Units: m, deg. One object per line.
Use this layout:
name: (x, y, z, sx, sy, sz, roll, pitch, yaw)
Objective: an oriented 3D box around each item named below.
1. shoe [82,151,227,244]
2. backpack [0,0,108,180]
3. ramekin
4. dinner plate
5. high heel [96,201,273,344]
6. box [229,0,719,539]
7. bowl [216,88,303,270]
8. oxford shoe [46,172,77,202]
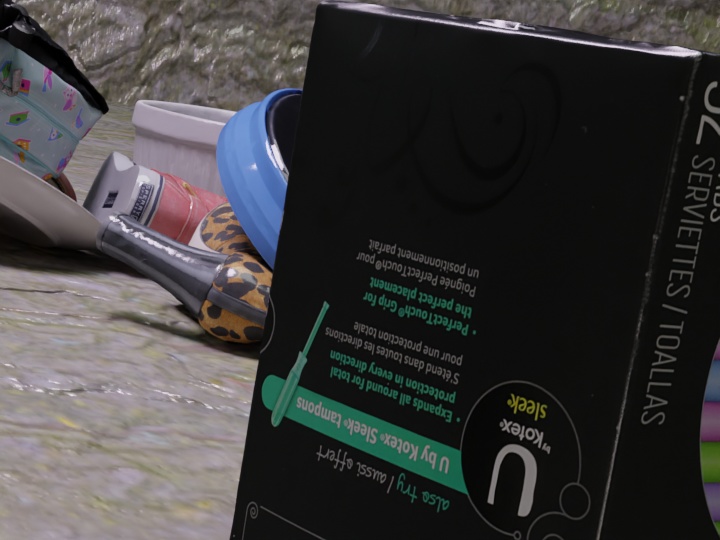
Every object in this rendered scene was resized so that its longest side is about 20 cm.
shoe: (-0.149, -0.037, 1.353, 0.091, 0.072, 0.200, 24, -3, -18)
backpack: (-0.280, -0.138, 1.320, 0.167, 0.127, 0.200, 39, -2, 32)
ramekin: (-0.098, -0.074, 1.531, 0.200, 0.105, 0.200, 10, 7, -1)
dinner plate: (-0.267, -0.057, 1.276, 0.200, 0.024, 0.200, 26, -13, 6)
high heel: (-0.056, 0.012, 1.144, 0.142, 0.071, 0.200, 28, 11, 27)
box: (0.063, 0.045, 0.464, 0.148, 0.200, 0.124, 3, 9, -42)
bowl: (-0.002, -0.032, 1.143, 0.201, 0.039, 0.201, 37, 26, -22)
oxford shoe: (-0.312, -0.069, 1.439, 0.200, 0.071, 0.075, 18, 40, 28)
